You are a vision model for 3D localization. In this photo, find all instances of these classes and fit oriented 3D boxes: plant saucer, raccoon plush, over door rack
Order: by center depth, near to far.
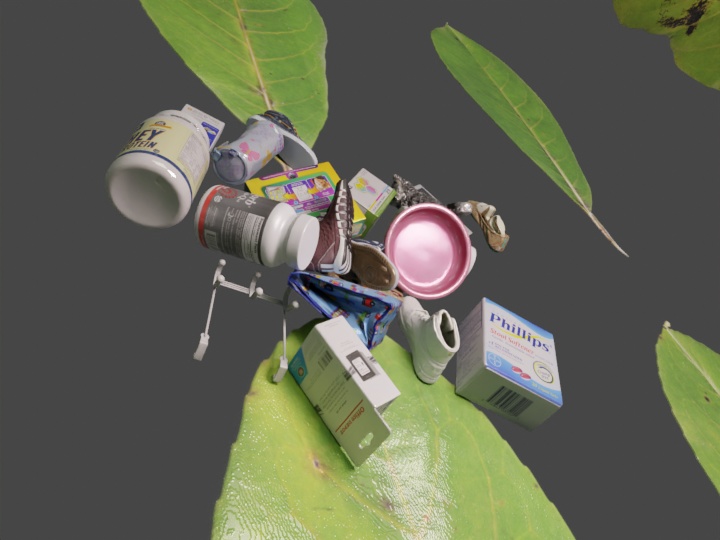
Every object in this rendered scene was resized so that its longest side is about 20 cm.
[{"bbox_3d":[-0.180,0.072,0.963,0.146,0.067,0.202,20,39,-18],"label":"over door rack"},{"bbox_3d":[0.138,-0.040,1.242,0.197,0.051,0.204,1,87,-15],"label":"plant saucer"},{"bbox_3d":[0.163,-0.177,1.419,0.197,0.097,0.136,-9,75,3],"label":"raccoon plush"}]

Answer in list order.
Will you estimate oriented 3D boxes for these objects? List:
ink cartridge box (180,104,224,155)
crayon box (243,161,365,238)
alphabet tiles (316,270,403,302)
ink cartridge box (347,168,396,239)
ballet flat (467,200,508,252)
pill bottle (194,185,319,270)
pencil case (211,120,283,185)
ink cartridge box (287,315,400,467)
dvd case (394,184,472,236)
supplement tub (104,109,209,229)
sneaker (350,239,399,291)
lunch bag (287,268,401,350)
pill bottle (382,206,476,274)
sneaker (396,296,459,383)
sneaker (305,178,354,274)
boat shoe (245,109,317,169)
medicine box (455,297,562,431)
[{"bbox_3d":[-0.359,-0.278,1.235,0.094,0.037,0.201,25,35,-15],"label":"ink cartridge box"},{"bbox_3d":[-0.115,-0.127,1.198,0.198,0.059,0.174,-18,61,-27],"label":"crayon box"},{"bbox_3d":[0.000,0.000,1.205,0.198,0.008,0.168,26,25,-14],"label":"alphabet tiles"},{"bbox_3d":[-0.033,-0.186,1.354,0.199,0.076,0.148,36,36,-1],"label":"ink cartridge box"},{"bbox_3d":[0.359,-0.139,1.620,0.070,0.066,0.202,5,46,-34],"label":"ballet flat"},{"bbox_3d":[-0.181,-0.072,1.029,0.197,0.117,0.116,16,34,12],"label":"pill bottle"},{"bbox_3d":[-0.242,-0.259,1.265,0.090,0.084,0.200,27,36,4],"label":"pencil case"},{"bbox_3d":[-0.018,0.189,0.920,0.066,0.116,0.201,-15,59,-47],"label":"ink cartridge box"},{"bbox_3d":[0.187,-0.138,1.518,0.200,0.025,0.150,45,37,11],"label":"dvd case"},{"bbox_3d":[-0.354,-0.186,1.045,0.143,0.146,0.201,23,38,-16],"label":"supplement tub"},{"bbox_3d":[0.029,-0.014,1.135,0.108,0.071,0.199,8,16,-44],"label":"sneaker"},{"bbox_3d":[-0.038,0.049,1.038,0.198,0.095,0.150,30,3,10],"label":"lunch bag"},{"bbox_3d":[0.160,-0.056,1.333,0.198,0.112,0.112,25,37,-14],"label":"pill bottle"},{"bbox_3d":[0.137,0.103,1.137,0.073,0.116,0.202,9,41,-27],"label":"sneaker"},{"bbox_3d":[-0.074,-0.085,1.101,0.114,0.076,0.202,-5,58,12],"label":"sneaker"},{"bbox_3d":[-0.171,-0.317,1.392,0.199,0.071,0.091,36,40,5],"label":"boat shoe"},{"bbox_3d":[0.296,0.186,1.180,0.180,0.103,0.201,28,38,-10],"label":"medicine box"}]
